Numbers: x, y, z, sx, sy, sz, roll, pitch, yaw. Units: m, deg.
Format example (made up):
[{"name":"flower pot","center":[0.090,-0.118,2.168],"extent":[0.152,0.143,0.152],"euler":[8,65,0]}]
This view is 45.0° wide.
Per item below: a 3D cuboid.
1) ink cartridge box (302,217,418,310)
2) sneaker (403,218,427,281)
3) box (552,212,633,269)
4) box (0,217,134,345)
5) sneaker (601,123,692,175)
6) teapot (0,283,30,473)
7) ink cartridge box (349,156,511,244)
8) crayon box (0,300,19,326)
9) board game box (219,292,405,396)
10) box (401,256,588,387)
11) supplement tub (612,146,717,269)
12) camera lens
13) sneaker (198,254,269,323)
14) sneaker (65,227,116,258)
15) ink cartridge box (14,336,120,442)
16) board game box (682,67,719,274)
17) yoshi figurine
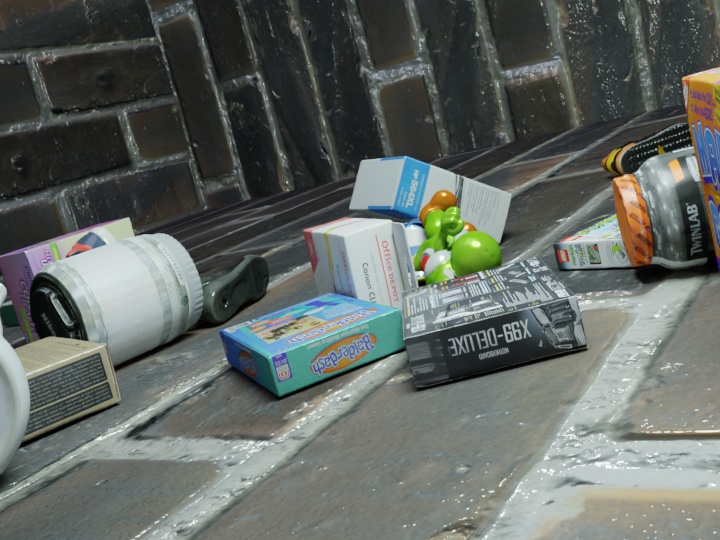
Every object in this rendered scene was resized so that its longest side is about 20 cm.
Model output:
[{"name":"ink cartridge box","center":[0.000,0.000,1.073],"extent":[0.067,0.117,0.200],"euler":[-18,10,-20]},{"name":"sneaker","center":[0.097,-0.038,1.235],"extent":[0.073,0.083,0.200],"euler":[-14,7,14]},{"name":"box","center":[0.341,-0.049,1.067],"extent":[0.199,0.035,0.110],"euler":[-23,13,-37]},{"name":"box","center":[-0.455,0.028,1.420],"extent":[0.096,0.177,0.199],"euler":[-7,14,40]},{"name":"sneaker","center":[0.544,-0.228,1.629],"extent":[0.199,0.071,0.090],"euler":[-21,15,-18]},{"name":"teapot","center":[-0.416,0.128,0.823],"extent":[0.199,0.199,0.146],"euler":[-13,7,-27]},{"name":"ink cartridge box","center":[0.106,-0.104,1.326],"extent":[0.199,0.085,0.146],"euler":[16,-4,-26]},{"name":"crayon box","center":[-0.655,0.067,1.860],"extent":[0.199,0.052,0.126],"euler":[-10,11,31]},{"name":"board game box","center":[-0.057,0.075,0.960],"extent":[0.151,0.045,0.200],"euler":[-19,10,-20]},{"name":"box","center":[0.121,0.044,0.851],"extent":[0.156,0.050,0.200],"euler":[-15,10,4]},{"name":"supplement tub","center":[0.372,-0.072,0.901],"extent":[0.198,0.124,0.123],"euler":[-14,10,11]},{"name":"camera lens","center":[-0.340,0.045,1.206],"extent":[0.159,0.161,0.199],"euler":[-4,15,46]},{"name":"sneaker","center":[-0.223,0.026,1.365],"extent":[0.113,0.077,0.199],"euler":[0,21,24]},{"name":"sneaker","center":[-0.375,0.028,1.348],"extent":[0.084,0.200,0.075],"euler":[-41,-9,-36]},{"name":"ink cartridge box","center":[-0.397,0.141,1.019],"extent":[0.164,0.076,0.199],"euler":[-21,11,-35]},{"name":"board game box","center":[0.394,-0.082,0.705],"extent":[0.198,0.202,0.200],"euler":[-13,10,15]},{"name":"yoshi figurine","center":[0.126,-0.027,1.058],"extent":[0.111,0.113,0.200],"euler":[7,29,-2]}]
